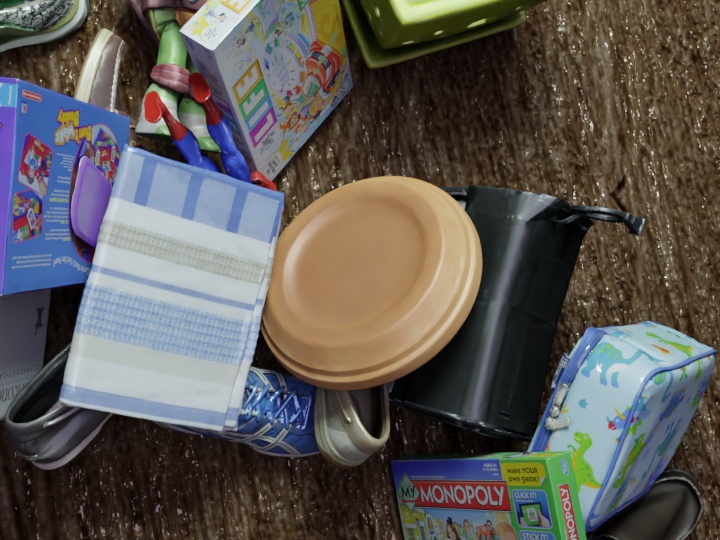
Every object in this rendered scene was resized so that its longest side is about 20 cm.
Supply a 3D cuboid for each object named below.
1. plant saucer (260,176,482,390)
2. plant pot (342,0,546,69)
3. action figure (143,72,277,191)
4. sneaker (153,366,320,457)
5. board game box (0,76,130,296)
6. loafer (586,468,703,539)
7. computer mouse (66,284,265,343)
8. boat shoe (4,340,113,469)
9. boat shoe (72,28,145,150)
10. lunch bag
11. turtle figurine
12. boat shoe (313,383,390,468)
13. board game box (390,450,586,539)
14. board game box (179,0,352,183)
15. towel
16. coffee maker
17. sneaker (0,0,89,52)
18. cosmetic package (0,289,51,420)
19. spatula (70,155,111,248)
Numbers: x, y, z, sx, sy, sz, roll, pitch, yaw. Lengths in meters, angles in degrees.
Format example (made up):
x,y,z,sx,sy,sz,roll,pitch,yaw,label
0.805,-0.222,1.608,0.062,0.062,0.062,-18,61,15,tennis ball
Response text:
x,y,z,sx,sy,sz,roll,pitch,yaw,label
0.000,0.000,0.764,0.199,0.038,0.201,-12,54,18,plant saucer
0.069,-0.300,0.824,0.198,0.181,0.201,-20,87,-13,plant pot
-0.110,-0.072,0.773,0.065,0.200,0.052,-26,53,3,action figure
-0.092,0.121,0.796,0.198,0.077,0.076,7,80,-12,sneaker
-0.226,-0.057,0.668,0.044,0.200,0.136,6,93,5,board game box
0.241,0.255,0.847,0.199,0.071,0.073,-33,90,-13,loafer
-0.157,0.035,0.820,0.198,0.034,0.059,5,67,-3,computer mouse
-0.199,0.067,0.739,0.067,0.057,0.200,22,59,30,boat shoe
-0.219,-0.105,0.805,0.071,0.072,0.202,10,86,-17,boat shoe
0.220,0.129,0.789,0.082,0.199,0.162,27,108,32,lunch bag
-0.114,-0.200,0.793,0.199,0.144,0.195,8,92,-18,turtle figurine
-0.007,0.064,0.797,0.072,0.065,0.201,13,57,-30,boat shoe
0.104,0.219,0.763,0.029,0.200,0.136,-8,84,-35,board game box
-0.069,-0.173,0.770,0.034,0.200,0.135,34,74,19,board game box
-0.140,0.020,0.715,0.146,0.024,0.202,15,86,-31,towel
0.115,0.038,0.788,0.134,0.192,0.201,18,82,-25,coffee maker
-0.330,-0.216,0.783,0.199,0.089,0.077,-30,90,-12,sneaker
-0.338,0.006,0.689,0.165,0.167,0.202,6,90,4,cosmetic package
-0.176,-0.029,0.747,0.020,0.200,0.057,1,73,22,spatula
